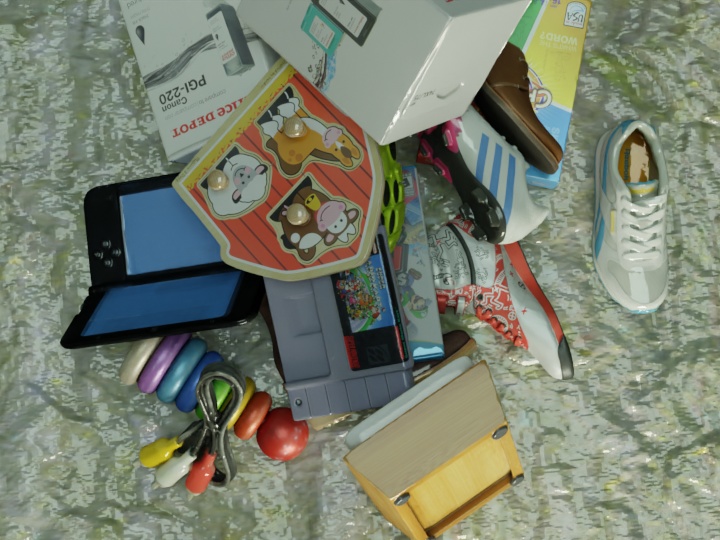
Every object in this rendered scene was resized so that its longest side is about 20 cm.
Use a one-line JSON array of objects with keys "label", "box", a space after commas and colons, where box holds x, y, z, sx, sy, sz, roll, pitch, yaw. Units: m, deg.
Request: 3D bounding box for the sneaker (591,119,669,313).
[{"label": "sneaker", "box": [0.280, -0.056, 1.240, 0.076, 0.081, 0.200, -6, 85, -3]}]

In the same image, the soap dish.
[{"label": "soap dish", "box": [0.078, 0.180, 1.153, 0.157, 0.200, 0.081, -34, 60, -5]}]

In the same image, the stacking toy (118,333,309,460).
[{"label": "stacking toy", "box": [-0.142, 0.128, 1.220, 0.200, 0.085, 0.085, 34, 85, -1]}]

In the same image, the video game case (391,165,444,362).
[{"label": "video game case", "box": [0.000, 0.000, 1.212, 0.143, 0.018, 0.200, -8, 75, 2]}]

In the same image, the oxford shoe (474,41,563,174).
[{"label": "oxford shoe", "box": [0.149, -0.187, 1.219, 0.071, 0.071, 0.200, -35, 84, -9]}]

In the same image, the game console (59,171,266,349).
[{"label": "game console", "box": [-0.194, -0.018, 1.198, 0.200, 0.116, 0.176, -8, 83, 10]}]

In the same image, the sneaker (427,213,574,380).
[{"label": "sneaker", "box": [0.133, 0.038, 1.237, 0.108, 0.067, 0.202, -25, 81, -2]}]

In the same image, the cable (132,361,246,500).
[{"label": "cable", "box": [-0.150, 0.167, 1.178, 0.097, 0.200, 0.050, 32, 47, -8]}]

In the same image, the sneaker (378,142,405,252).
[{"label": "sneaker", "box": [-0.006, -0.097, 1.193, 0.083, 0.074, 0.200, -8, 85, 26]}]

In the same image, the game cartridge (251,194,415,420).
[{"label": "game cartridge", "box": [-0.024, 0.036, 1.147, 0.129, 0.038, 0.200, -12, 92, 24]}]

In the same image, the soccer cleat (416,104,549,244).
[{"label": "soccer cleat", "box": [0.119, -0.118, 1.219, 0.086, 0.070, 0.200, -19, 76, -30]}]

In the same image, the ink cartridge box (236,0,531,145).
[{"label": "ink cartridge box", "box": [0.021, -0.244, 1.113, 0.200, 0.147, 0.146, 43, 128, 17]}]

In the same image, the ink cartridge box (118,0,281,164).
[{"label": "ink cartridge box", "box": [-0.149, -0.224, 1.231, 0.145, 0.085, 0.200, -21, 85, 23]}]

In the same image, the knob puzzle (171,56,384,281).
[{"label": "knob puzzle", "box": [-0.064, -0.079, 1.126, 0.219, 0.030, 0.220, -2, 84, 19]}]

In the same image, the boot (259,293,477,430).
[{"label": "boot", "box": [0.001, 0.054, 1.229, 0.200, 0.072, 0.167, -23, 86, 1]}]

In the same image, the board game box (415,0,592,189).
[{"label": "board game box", "box": [0.152, -0.199, 1.275, 0.153, 0.040, 0.200, 11, 84, 1]}]
